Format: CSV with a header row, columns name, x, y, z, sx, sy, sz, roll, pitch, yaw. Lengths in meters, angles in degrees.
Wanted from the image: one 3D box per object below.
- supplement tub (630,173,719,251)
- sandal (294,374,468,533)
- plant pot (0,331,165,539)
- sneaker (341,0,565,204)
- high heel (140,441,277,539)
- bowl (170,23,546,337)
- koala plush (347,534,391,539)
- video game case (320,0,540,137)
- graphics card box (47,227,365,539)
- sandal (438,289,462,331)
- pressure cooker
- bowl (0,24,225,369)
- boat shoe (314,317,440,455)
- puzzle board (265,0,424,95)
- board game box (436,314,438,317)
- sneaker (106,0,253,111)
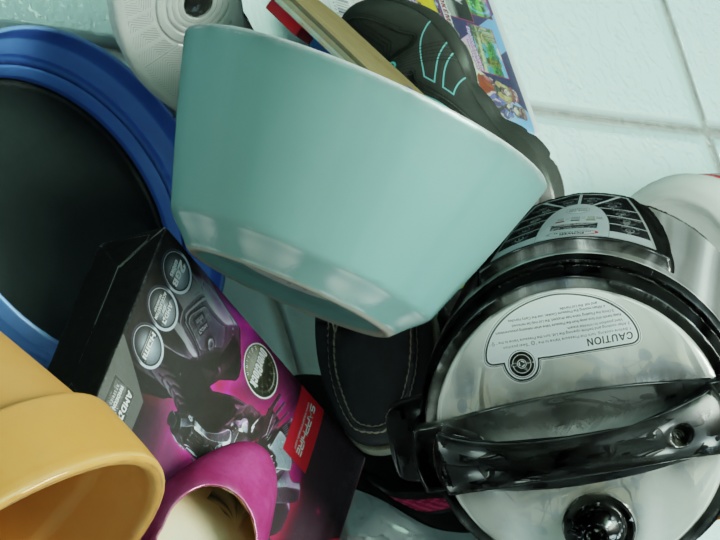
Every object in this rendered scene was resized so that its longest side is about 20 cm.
name,x,y,z,sx,sy,sz,roll,pitch,yaw
supplement tub,0.265,0.004,1.808,0.199,0.140,0.141,-3,68,-48
sandal,0.034,0.105,1.549,0.199,0.045,0.076,16,78,-37
plant pot,-0.206,0.095,1.206,0.200,0.200,0.140,-14,61,-51
sneaker,0.037,-0.088,1.577,0.079,0.076,0.200,-18,51,-30
high heel,-0.072,0.134,1.269,0.067,0.096,0.200,47,43,-4
bowl,-0.016,-0.035,1.374,0.200,0.200,0.106,28,81,-33
koala plush,0.076,0.223,1.429,0.199,0.184,0.178,27,27,-32
video game case,0.022,-0.178,1.743,0.182,0.023,0.201,12,50,-43
graphics card box,-0.080,0.090,1.402,0.200,0.051,0.126,50,43,-33
sandal,0.119,0.017,1.669,0.075,0.045,0.199,31,39,33
pressure cooker,0.123,0.065,1.410,0.178,0.176,0.200,36,19,-1
bowl,-0.159,-0.034,1.450,0.200,0.039,0.202,27,48,-35
boat shoe,0.000,0.000,1.489,0.063,0.072,0.201,43,42,-63
puzzle board,-0.004,-0.116,1.489,0.151,0.017,0.200,33,10,-50
board game box,0.026,-0.002,1.646,0.104,0.023,0.201,1,65,-50
sneaker,-0.101,-0.133,1.520,0.200,0.073,0.112,59,-5,-39
